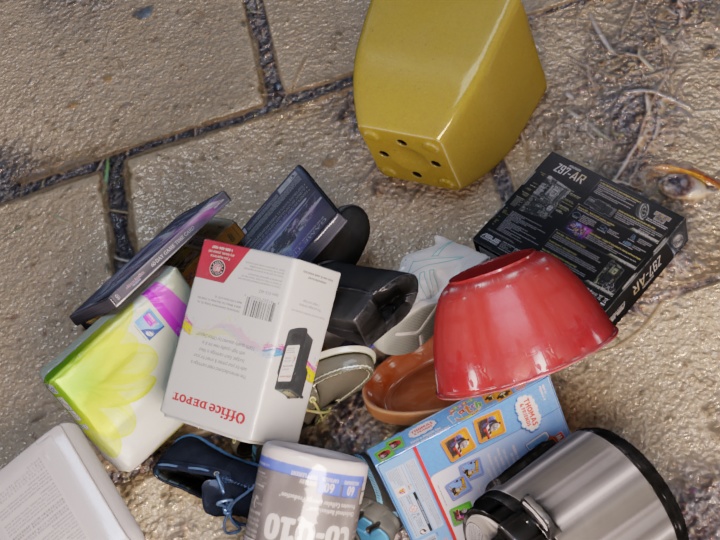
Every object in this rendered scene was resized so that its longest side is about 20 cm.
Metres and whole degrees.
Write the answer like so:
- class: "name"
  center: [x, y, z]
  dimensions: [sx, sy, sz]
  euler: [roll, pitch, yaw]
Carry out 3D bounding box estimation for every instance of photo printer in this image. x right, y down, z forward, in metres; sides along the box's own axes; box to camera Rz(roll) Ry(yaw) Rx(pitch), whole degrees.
- class: "photo printer"
  center: [-0.331, 0.293, 1.675]
  dimensions: [0.166, 0.069, 0.200]
  euler: [-40, 63, 3]

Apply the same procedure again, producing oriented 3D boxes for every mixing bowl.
- class: "mixing bowl"
  center: [0.152, 0.045, 1.556]
  dimensions: [0.199, 0.109, 0.200]
  euler: [-21, 6, 2]

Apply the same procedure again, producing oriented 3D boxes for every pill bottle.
- class: "pill bottle"
  center: [-0.065, 0.283, 1.558]
  dimensions: [0.113, 0.114, 0.202]
  euler: [10, 88, 24]

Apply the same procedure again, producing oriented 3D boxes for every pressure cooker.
- class: "pressure cooker"
  center: [0.195, 0.268, 1.477]
  dimensions: [0.199, 0.177, 0.178]
  euler: [-32, 11, -20]

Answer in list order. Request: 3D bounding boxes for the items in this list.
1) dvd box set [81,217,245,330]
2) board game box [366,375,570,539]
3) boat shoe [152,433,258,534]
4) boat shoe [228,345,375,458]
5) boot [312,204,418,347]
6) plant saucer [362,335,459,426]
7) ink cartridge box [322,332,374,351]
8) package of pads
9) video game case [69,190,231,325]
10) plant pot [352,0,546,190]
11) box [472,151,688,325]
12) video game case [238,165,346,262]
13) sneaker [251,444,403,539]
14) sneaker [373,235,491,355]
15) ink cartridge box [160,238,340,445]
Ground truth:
- class: "dvd box set"
  center: [-0.247, 0.010, 1.879]
  dimensions: [0.200, 0.029, 0.146]
  euler: [-47, 26, -20]
- class: "board game box"
  center: [0.124, 0.201, 1.581]
  dimensions: [0.199, 0.152, 0.037]
  euler: [-26, 33, -4]
- class: "boat shoe"
  center: [-0.148, 0.250, 1.681]
  dimensions: [0.199, 0.085, 0.069]
  euler: [15, 39, 42]
- class: "boat shoe"
  center: [-0.065, 0.149, 1.708]
  dimensions: [0.201, 0.072, 0.061]
  euler: [-28, 46, 21]
- class: "boot"
  center: [0.000, 0.001, 1.723]
  dimensions: [0.165, 0.066, 0.200]
  euler: [-56, 25, -13]
- class: "plant saucer"
  center: [0.100, 0.119, 1.678]
  dimensions: [0.199, 0.033, 0.200]
  euler: [-17, 19, 6]
- class: "ink cartridge box"
  center: [-0.047, 0.051, 1.820]
  dimensions: [0.119, 0.042, 0.200]
  euler: [-38, 50, -14]
- class: "package of pads"
  center: [-0.249, 0.115, 1.763]
  dimensions: [0.200, 0.155, 0.068]
  euler: [-42, 21, -17]
- class: "video game case"
  center: [-0.251, -0.014, 1.816]
  dimensions: [0.200, 0.019, 0.143]
  euler: [-45, 12, -29]
- class: "plant pot"
  center: [0.095, -0.218, 1.890]
  dimensions: [0.193, 0.196, 0.201]
  euler: [13, 65, 25]
- class: "box"
  center: [0.257, -0.037, 1.790]
  dimensions: [0.199, 0.044, 0.160]
  euler: [30, 67, 33]
- class: "video game case"
  center: [-0.093, -0.041, 1.816]
  dimensions: [0.143, 0.019, 0.200]
  euler: [-48, 26, 5]
- class: "sneaker"
  center: [-0.030, 0.232, 1.668]
  dimensions: [0.199, 0.074, 0.082]
  euler: [26, 49, 25]
- class: "sneaker"
  center: [0.067, 0.028, 1.757]
  dimensions: [0.080, 0.071, 0.200]
  euler: [32, 46, 21]
- class: "ink cartridge box"
  center: [-0.122, 0.080, 1.663]
  dimensions: [0.145, 0.083, 0.201]
  euler: [12, 87, 39]
